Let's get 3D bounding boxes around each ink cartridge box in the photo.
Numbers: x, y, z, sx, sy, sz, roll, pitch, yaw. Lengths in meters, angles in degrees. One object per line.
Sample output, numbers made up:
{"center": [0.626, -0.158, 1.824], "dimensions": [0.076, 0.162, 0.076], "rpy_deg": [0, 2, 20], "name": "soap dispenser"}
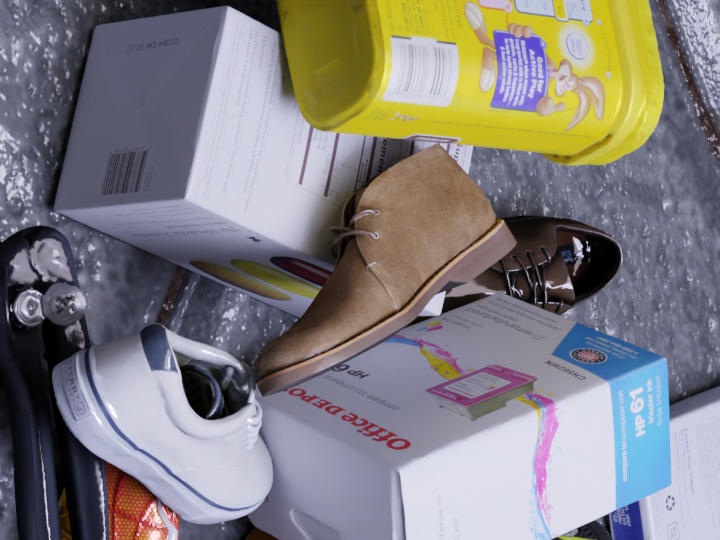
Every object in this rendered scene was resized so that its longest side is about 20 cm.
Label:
{"center": [0.244, 0.178, 1.871], "dimensions": [0.200, 0.041, 0.200], "rpy_deg": [-15, 100, -43], "name": "ink cartridge box"}
{"center": [0.052, 0.094, 1.561], "dimensions": [0.200, 0.144, 0.085], "rpy_deg": [-21, 118, -35], "name": "ink cartridge box"}

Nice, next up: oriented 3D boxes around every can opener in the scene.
{"center": [-0.158, 0.075, 1.445], "dimensions": [0.063, 0.079, 0.200], "rpy_deg": [-14, 90, -23], "name": "can opener"}

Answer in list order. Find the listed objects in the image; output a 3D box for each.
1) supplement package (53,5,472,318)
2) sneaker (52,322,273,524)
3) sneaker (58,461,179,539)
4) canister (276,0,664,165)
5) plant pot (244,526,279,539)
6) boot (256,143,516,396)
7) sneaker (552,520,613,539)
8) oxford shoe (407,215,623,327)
{"center": [-0.049, -0.054, 1.547], "dimensions": [0.200, 0.114, 0.110], "rpy_deg": [24, 71, -41], "name": "supplement package"}
{"center": [-0.080, 0.080, 1.443], "dimensions": [0.200, 0.071, 0.073], "rpy_deg": [34, 36, -64], "name": "sneaker"}
{"center": [-0.138, 0.154, 1.487], "dimensions": [0.077, 0.073, 0.201], "rpy_deg": [0, 82, -25], "name": "sneaker"}
{"center": [0.056, -0.137, 1.517], "dimensions": [0.200, 0.086, 0.149], "rpy_deg": [4, 69, -39], "name": "canister"}
{"center": [0.046, 0.223, 1.580], "dimensions": [0.200, 0.183, 0.201], "rpy_deg": [2, 87, -44], "name": "plant pot"}
{"center": [0.000, 0.000, 1.479], "dimensions": [0.200, 0.074, 0.076], "rpy_deg": [-39, 102, -45], "name": "boot"}
{"center": [0.126, 0.226, 1.700], "dimensions": [0.075, 0.200, 0.077], "rpy_deg": [1, 129, -7], "name": "sneaker"}
{"center": [0.080, 0.003, 1.693], "dimensions": [0.200, 0.084, 0.073], "rpy_deg": [-21, 105, -41], "name": "oxford shoe"}
